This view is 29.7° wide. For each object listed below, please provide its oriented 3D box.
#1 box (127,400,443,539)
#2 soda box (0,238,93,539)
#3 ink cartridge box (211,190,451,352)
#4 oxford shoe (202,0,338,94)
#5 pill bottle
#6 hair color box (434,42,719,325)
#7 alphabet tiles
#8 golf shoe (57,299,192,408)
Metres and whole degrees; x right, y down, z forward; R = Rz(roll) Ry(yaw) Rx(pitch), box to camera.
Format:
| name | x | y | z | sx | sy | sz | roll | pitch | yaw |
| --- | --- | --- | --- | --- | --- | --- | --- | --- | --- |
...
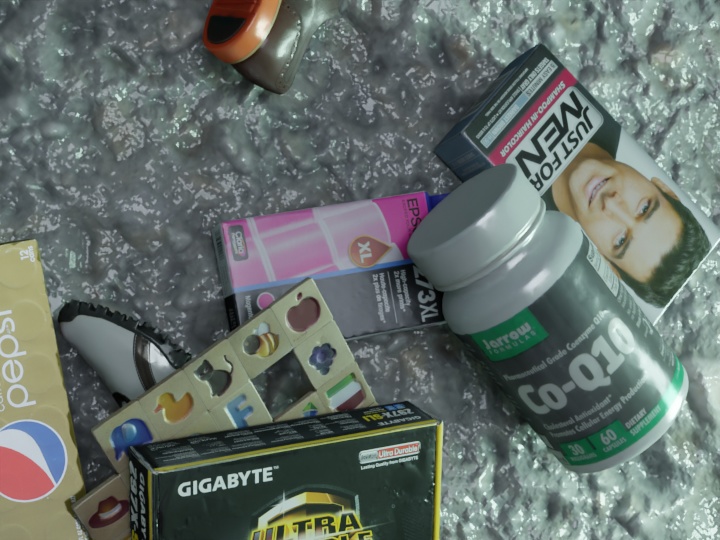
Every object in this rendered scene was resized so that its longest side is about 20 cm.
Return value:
| name | x | y | z | sx | sy | sz | roll | pitch | yaw |
| --- | --- | --- | --- | --- | --- | --- | --- | --- | --- |
| box | -0.045 | 0.177 | 0.855 | 0.198 | 0.049 | 0.161 | -6 | 107 | -28 |
| soda box | -0.220 | 0.086 | 0.855 | 0.067 | 0.064 | 0.202 | -11 | 85 | -19 |
| ink cartridge box | 0.000 | 0.000 | 0.955 | 0.198 | 0.037 | 0.096 | -10 | 86 | -21 |
| oxford shoe | -0.045 | -0.219 | 0.964 | 0.072 | 0.071 | 0.201 | 39 | 67 | -39 |
| pill bottle | 0.127 | 0.032 | 0.935 | 0.113 | 0.113 | 0.200 | -45 | 106 | -18 |
| hair color box | 0.161 | -0.058 | 1.000 | 0.200 | 0.061 | 0.099 | 45 | 72 | -8 |
| alphabet tiles | -0.075 | 0.127 | 0.857 | 0.199 | 0.008 | 0.168 | -35 | 116 | -17 |
| golf shoe | -0.128 | 0.103 | 0.876 | 0.200 | 0.078 | 0.095 | 41 | 73 | -7 |
